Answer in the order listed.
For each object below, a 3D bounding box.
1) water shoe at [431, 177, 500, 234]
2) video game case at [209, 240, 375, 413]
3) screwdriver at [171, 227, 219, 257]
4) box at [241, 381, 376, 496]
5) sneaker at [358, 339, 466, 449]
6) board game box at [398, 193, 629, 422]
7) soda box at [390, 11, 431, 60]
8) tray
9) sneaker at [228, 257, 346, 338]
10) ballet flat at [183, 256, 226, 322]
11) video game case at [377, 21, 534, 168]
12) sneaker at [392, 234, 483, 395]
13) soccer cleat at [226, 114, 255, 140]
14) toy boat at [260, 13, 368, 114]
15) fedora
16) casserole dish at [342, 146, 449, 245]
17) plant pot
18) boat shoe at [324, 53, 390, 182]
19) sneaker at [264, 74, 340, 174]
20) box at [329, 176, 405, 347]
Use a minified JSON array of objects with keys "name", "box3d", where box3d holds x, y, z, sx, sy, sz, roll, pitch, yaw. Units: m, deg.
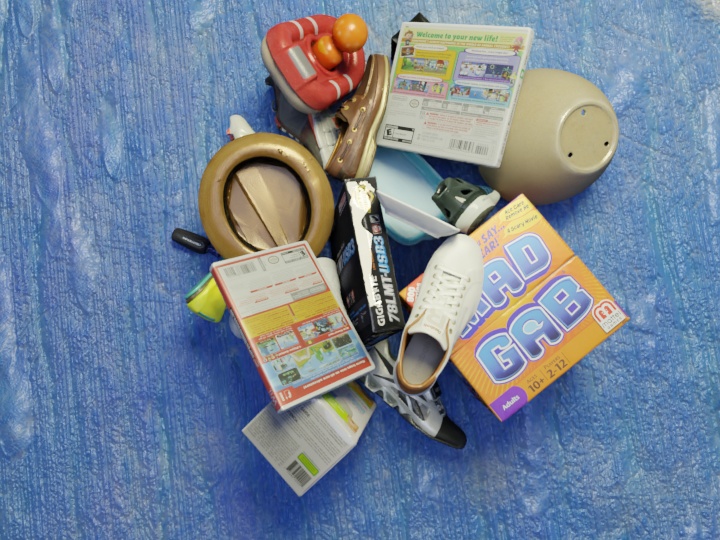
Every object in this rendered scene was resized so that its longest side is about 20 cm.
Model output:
[{"name":"water shoe","box3d":[0.147,-0.103,0.784,0.079,0.200,0.072,42,103,4]},{"name":"video game case","box3d":[-0.084,0.061,0.698,0.143,0.017,0.200,-17,69,-37]},{"name":"screwdriver","box3d":[-0.209,-0.017,0.886,0.199,0.028,0.029,27,58,3]},{"name":"box","box3d":[-0.060,0.201,0.768,0.101,0.200,0.113,-44,83,6]},{"name":"sneaker","box3d":[0.089,0.180,0.827,0.200,0.074,0.089,38,90,5]},{"name":"board game box","box3d":[0.190,0.052,0.767,0.200,0.200,0.200,-39,83,-1]},{"name":"soda box","box3d":[0.136,-0.298,0.866,0.063,0.071,0.200,-43,84,-2]},{"name":"tray","box3d":[0.075,-0.066,0.729,0.107,0.200,0.022,25,96,6]},{"name":"sneaker","box3d":[-0.109,0.077,0.810,0.200,0.074,0.116,-32,55,21]},{"name":"ballet flat","box3d":[-0.187,0.000,0.831,0.067,0.200,0.067,43,132,-16]},{"name":"video game case","box3d":[0.126,-0.252,0.789,0.199,0.022,0.183,19,101,32]},{"name":"sneaker","box3d":[0.095,0.048,0.631,0.073,0.085,0.201,19,81,7]},{"name":"soccer cleat","box3d":[-0.144,-0.156,0.876,0.077,0.069,0.201,-25,91,-4]},{"name":"toy boat","box3d":[-0.044,-0.321,0.811,0.130,0.200,0.131,-26,106,32]},{"name":"fedora","box3d":[-0.133,-0.093,0.804,0.200,0.082,0.202,-1,96,-7]},{"name":"casserole dish","box3d":[0.056,-0.128,0.873,0.121,0.039,0.200,-43,84,-1]},{"name":"plant pot","box3d":[0.279,-0.187,0.783,0.199,0.134,0.201,-3,102,-14]},{"name":"boat shoe","box3d":[-0.004,-0.227,0.823,0.067,0.072,0.201,13,89,-12]},{"name":"sneaker","box3d":[-0.091,-0.235,0.886,0.082,0.077,0.201,-25,84,29]},{"name":"box","box3d":[0.000,0.000,0.773,0.049,0.200,0.199,-8,78,-13]}]
